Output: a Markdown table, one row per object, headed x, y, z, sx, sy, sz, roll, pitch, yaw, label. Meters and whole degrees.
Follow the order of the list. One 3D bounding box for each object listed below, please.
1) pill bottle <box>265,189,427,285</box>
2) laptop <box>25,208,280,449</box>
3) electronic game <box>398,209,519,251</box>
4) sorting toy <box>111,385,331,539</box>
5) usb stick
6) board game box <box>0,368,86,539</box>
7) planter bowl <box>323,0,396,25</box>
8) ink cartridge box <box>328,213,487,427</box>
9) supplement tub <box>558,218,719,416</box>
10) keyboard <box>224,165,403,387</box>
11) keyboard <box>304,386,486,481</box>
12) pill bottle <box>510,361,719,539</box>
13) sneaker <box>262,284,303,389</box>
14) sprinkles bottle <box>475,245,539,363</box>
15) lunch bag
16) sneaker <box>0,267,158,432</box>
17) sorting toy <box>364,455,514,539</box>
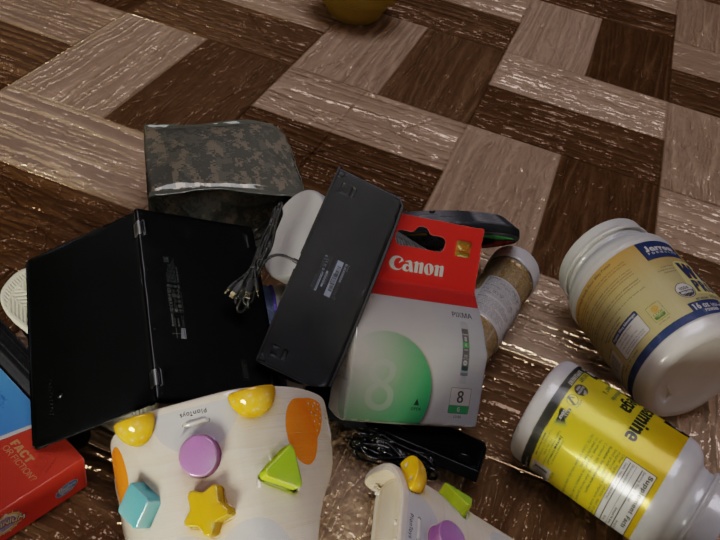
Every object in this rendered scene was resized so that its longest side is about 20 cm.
| x | y | z | sx | sy | sz | roll | pitch | yaw | label |
| --- | --- | --- | --- | --- | --- | --- | --- | --- | --- |
| 0.000 | 0.000 | 0.894 | 0.198 | 0.114 | 0.115 | 29 | 25 | -37 | pill bottle |
| -0.197 | 0.055 | 0.786 | 0.196 | 0.116 | 0.191 | 7 | 57 | -36 | laptop |
| 0.094 | -0.042 | 1.011 | 0.194 | 0.043 | 0.200 | 0 | -5 | 0 | electronic game |
| -0.112 | 0.203 | 0.676 | 0.195 | 0.107 | 0.184 | -14 | 66 | -1 | sorting toy |
| -0.328 | 0.098 | 0.807 | 0.198 | 0.056 | 0.032 | 35 | 44 | 26 | usb stick |
| -0.361 | 0.181 | 0.710 | 0.152 | 0.041 | 0.199 | 34 | 44 | 25 | board game box |
| -0.010 | -0.538 | 1.633 | 0.195 | 0.085 | 0.203 | 8 | 39 | -6 | planter bowl |
| 0.058 | 0.050 | 0.832 | 0.158 | 0.205 | 0.050 | 8 | 3 | -28 | ink cartridge box |
| 0.330 | 0.049 | 0.962 | 0.141 | 0.147 | 0.202 | -7 | 42 | -21 | supplement tub |
| -0.048 | -0.002 | 0.781 | 0.125 | 0.021 | 0.204 | 25 | 77 | -6 | keyboard |
| 0.026 | 0.169 | 0.841 | 0.196 | 0.041 | 0.104 | 20 | 16 | 13 | keyboard |
| 0.253 | 0.186 | 0.803 | 0.198 | 0.114 | 0.112 | 33 | 43 | 24 | pill bottle |
| -0.134 | 0.101 | 0.819 | 0.143 | 0.081 | 0.204 | 0 | 56 | -14 | sneaker |
| 0.150 | 0.048 | 0.979 | 0.067 | 0.069 | 0.200 | 24 | 41 | 16 | sprinkles bottle |
| -0.167 | -0.104 | 1.044 | 0.195 | 0.120 | 0.166 | -6 | 41 | -14 | lunch bag |
| -0.272 | 0.083 | 0.834 | 0.075 | 0.085 | 0.201 | -40 | 82 | -15 | sneaker |
| 0.089 | 0.264 | 0.702 | 0.177 | 0.108 | 0.202 | 27 | 37 | -13 | sorting toy |
